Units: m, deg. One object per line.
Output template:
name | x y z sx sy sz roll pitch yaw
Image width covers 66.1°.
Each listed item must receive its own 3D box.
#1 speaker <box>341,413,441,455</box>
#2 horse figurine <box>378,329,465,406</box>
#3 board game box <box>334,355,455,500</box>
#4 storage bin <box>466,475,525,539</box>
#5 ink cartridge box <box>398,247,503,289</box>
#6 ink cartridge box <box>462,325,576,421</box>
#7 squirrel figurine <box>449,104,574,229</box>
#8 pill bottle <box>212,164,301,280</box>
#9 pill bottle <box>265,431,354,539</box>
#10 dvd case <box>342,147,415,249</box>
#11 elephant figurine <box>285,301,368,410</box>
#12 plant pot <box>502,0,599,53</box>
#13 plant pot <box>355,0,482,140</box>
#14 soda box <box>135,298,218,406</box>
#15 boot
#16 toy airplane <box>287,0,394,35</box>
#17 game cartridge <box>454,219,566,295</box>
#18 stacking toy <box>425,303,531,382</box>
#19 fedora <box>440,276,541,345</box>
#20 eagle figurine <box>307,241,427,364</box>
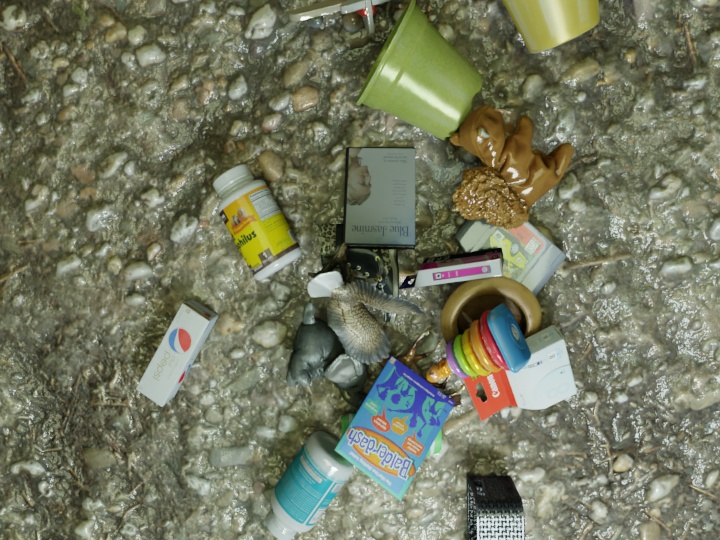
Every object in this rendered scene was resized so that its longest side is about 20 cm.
speaker | 0.059 0.323 1.089 0.192 0.088 0.092 -1 95 -3
horse figurine | 0.123 0.209 1.098 0.131 0.050 0.203 -33 97 15
board game box | 0.064 0.289 1.029 0.150 0.045 0.203 32 76 6
storage bin | 0.261 0.522 1.076 0.090 0.135 0.208 -1 95 3
ink cartridge box | 0.169 -0.004 1.036 0.193 0.095 0.038 -11 102 18
ink cartridge box | 0.306 0.214 1.055 0.195 0.048 0.162 -28 126 2
squirrel figurine | 0.240 -0.182 0.975 0.183 0.141 0.205 28 87 -28
pill bottle | -0.202 -0.094 1.063 0.107 0.109 0.204 -29 93 5
pill bottle | -0.107 0.434 1.101 0.110 0.111 0.202 36 95 -1
dvd case | 0.037 -0.140 1.057 0.137 0.018 0.208 1 74 3
elephant figurine | -0.039 0.178 1.082 0.193 0.156 0.146 15 62 -9
plant pot | 0.331 -0.504 0.970 0.196 0.202 0.193 -26 109 5
plant pot | 0.114 -0.342 0.999 0.181 0.201 0.204 30 96 -11
soda box | -0.369 0.164 1.117 0.067 0.064 0.204 30 95 0
boot | 0.000 -0.001 1.077 0.147 0.073 0.212 -4 87 1
toy airplane | -0.008 -0.492 1.006 0.194 0.143 0.203 22 64 14
game cartridge | 0.287 -0.040 1.080 0.198 0.041 0.134 39 100 -1
stacking toy | 0.196 0.153 0.997 0.197 0.115 0.113 -33 79 31
fedora | 0.245 0.087 1.059 0.192 0.082 0.208 0 112 -1
eagle figurine | 0.004 0.055 0.982 0.150 0.152 0.201 -38 80 -15
